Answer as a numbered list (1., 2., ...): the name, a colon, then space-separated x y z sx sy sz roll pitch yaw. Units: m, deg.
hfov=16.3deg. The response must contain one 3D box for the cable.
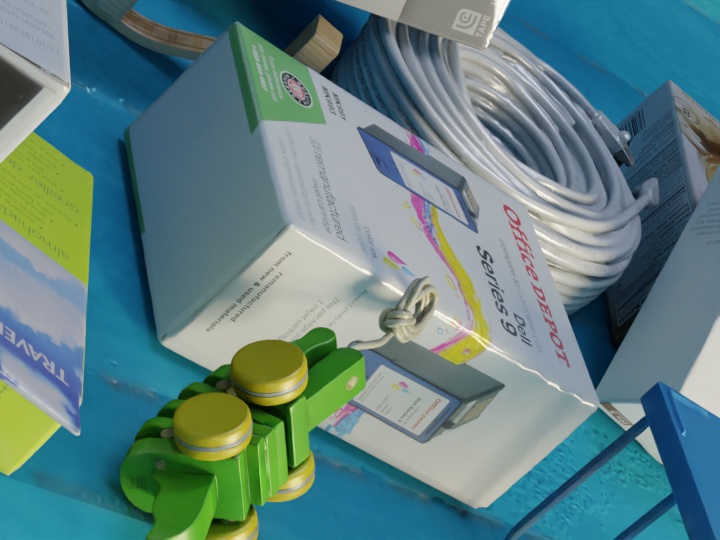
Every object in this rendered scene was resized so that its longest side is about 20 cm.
1. cable: 0.069 -0.065 1.374 0.200 0.069 0.200 45 25 -5

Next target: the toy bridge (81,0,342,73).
1. toy bridge: -0.104 -0.149 1.209 0.200 0.067 0.027 38 26 -19

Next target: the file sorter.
1. file sorter: 0.157 0.179 1.086 0.138 0.123 0.201 31 30 -34

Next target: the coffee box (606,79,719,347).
1. coffee box: 0.207 -0.009 1.500 0.113 0.080 0.201 37 27 -23

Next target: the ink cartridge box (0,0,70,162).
1. ink cartridge box: -0.167 -0.058 0.770 0.047 0.198 0.201 32 28 -31

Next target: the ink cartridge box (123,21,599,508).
1. ink cartridge box: 0.000 0.000 1.139 0.199 0.087 0.146 32 28 -35

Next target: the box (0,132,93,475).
1. box: -0.157 -0.011 0.917 0.122 0.048 0.200 38 19 -22

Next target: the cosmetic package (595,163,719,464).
1. cosmetic package: 0.224 0.020 1.352 0.113 0.081 0.201 37 69 -24

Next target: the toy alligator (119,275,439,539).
1. toy alligator: -0.040 0.052 0.997 0.054 0.060 0.200 16 38 27

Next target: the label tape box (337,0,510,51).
1. label tape box: -0.019 -0.200 1.344 0.199 0.066 0.144 20 23 -15
